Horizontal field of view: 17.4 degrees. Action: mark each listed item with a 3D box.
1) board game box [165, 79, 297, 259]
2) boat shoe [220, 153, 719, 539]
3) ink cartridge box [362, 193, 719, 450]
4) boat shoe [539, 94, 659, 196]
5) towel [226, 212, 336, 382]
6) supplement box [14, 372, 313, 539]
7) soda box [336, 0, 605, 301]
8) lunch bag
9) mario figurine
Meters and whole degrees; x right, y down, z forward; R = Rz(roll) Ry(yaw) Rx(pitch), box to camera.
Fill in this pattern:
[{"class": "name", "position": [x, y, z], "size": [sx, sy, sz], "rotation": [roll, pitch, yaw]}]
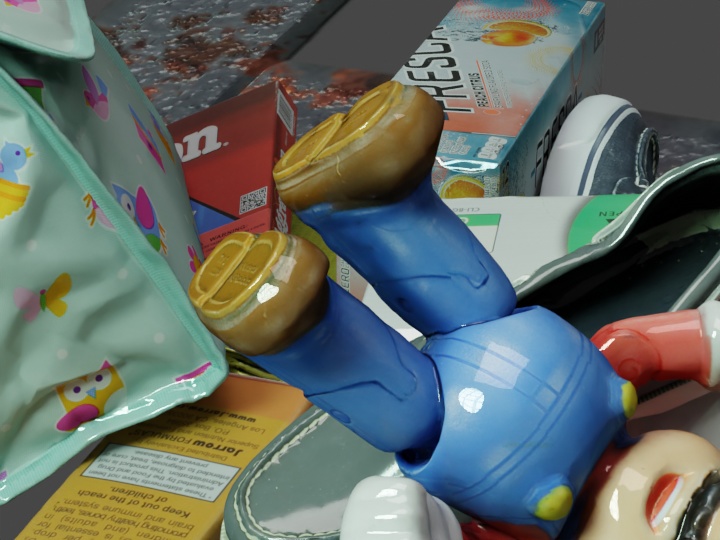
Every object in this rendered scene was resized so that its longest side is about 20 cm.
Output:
[{"class": "board game box", "position": [-0.118, -0.005, 0.923], "size": [0.200, 0.019, 0.103], "rotation": [-21, 34, 16]}, {"class": "boat shoe", "position": [0.043, 0.027, 0.699], "size": [0.200, 0.062, 0.073], "rotation": [-28, 51, -11]}, {"class": "ink cartridge box", "position": [0.074, 0.043, 0.738], "size": [0.161, 0.050, 0.200], "rotation": [-1, 30, 12]}, {"class": "boat shoe", "position": [0.110, 0.008, 0.883], "size": [0.091, 0.071, 0.200], "rotation": [4, 41, 16]}, {"class": "towel", "position": [0.000, 0.000, 0.912], "size": [0.086, 0.018, 0.200], "rotation": [19, 28, 2]}, {"class": "supplement box", "position": [-0.081, 0.114, 0.758], "size": [0.069, 0.067, 0.200], "rotation": [8, 36, 24]}, {"class": "soda box", "position": [0.047, -0.049, 0.929], "size": [0.064, 0.068, 0.200], "rotation": [7, 24, 14]}, {"class": "lunch bag", "position": [-0.138, -0.053, 0.796], "size": [0.122, 0.200, 0.170], "rotation": [-28, 29, 5]}, {"class": "mario figurine", "position": [0.060, 0.042, 0.604], "size": [0.123, 0.200, 0.106], "rotation": [-44, 19, 11]}]
